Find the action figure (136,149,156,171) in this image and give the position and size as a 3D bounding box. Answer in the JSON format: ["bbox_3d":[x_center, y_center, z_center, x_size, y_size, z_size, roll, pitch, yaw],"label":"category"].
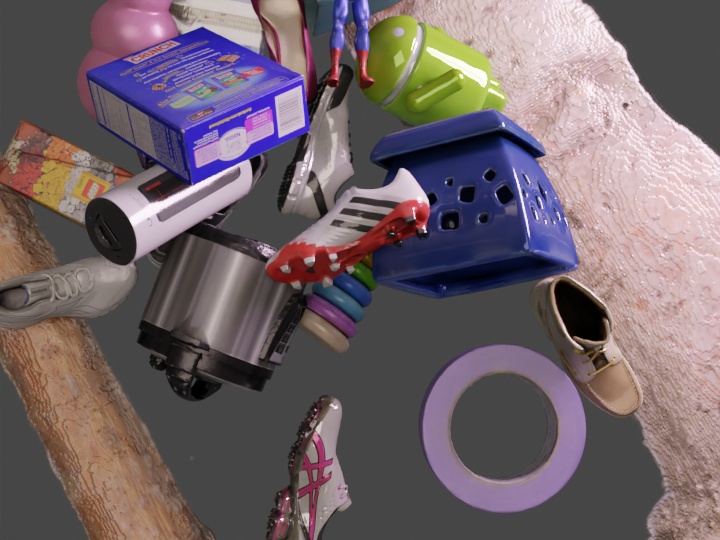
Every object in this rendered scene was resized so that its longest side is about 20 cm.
[{"bbox_3d":[-0.175,-0.170,1.559,0.197,0.130,0.070,-16,94,-4],"label":"action figure"}]

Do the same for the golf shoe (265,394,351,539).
[{"bbox_3d":[-0.050,0.253,1.567,0.091,0.073,0.202,17,96,-5],"label":"golf shoe"}]

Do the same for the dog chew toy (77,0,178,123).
[{"bbox_3d":[-0.277,-0.275,1.551,0.123,0.125,0.203,11,109,0],"label":"dog chew toy"}]

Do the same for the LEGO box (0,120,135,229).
[{"bbox_3d":[-0.331,-0.095,1.520,0.148,0.200,0.078,27,86,2],"label":"LEGO box"}]

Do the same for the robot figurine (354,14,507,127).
[{"bbox_3d":[0.080,-0.235,1.560,0.198,0.176,0.116,24,116,-18],"label":"robot figurine"}]

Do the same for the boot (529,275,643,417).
[{"bbox_3d":[0.280,0.093,1.535,0.072,0.155,0.201,-34,87,-3],"label":"boot"}]

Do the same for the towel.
[{"bbox_3d":[-0.182,-0.351,1.616,0.145,0.024,0.203,8,95,-1],"label":"towel"}]

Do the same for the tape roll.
[{"bbox_3d":[0.171,0.191,1.563,0.197,0.085,0.203,0,86,0],"label":"tape roll"}]

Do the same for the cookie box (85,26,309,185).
[{"bbox_3d":[-0.184,-0.192,1.443,0.170,0.076,0.199,-28,42,-30],"label":"cookie box"}]

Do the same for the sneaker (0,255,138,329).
[{"bbox_3d":[-0.369,0.028,1.568,0.198,0.087,0.075,-17,84,-3],"label":"sneaker"}]

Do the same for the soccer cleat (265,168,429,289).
[{"bbox_3d":[-0.017,-0.047,1.427,0.198,0.069,0.086,-25,54,10],"label":"soccer cleat"}]

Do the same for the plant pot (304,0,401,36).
[{"bbox_3d":[0.017,-0.401,1.580,0.198,0.141,0.143,-17,87,-7],"label":"plant pot"}]

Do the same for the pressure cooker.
[{"bbox_3d":[-0.169,0.058,1.509,0.175,0.178,0.202,25,84,-38],"label":"pressure cooker"}]

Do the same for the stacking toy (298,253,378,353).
[{"bbox_3d":[0.000,0.000,1.581,0.085,0.085,0.201,34,81,2],"label":"stacking toy"}]

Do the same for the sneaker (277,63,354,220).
[{"bbox_3d":[-0.040,-0.158,1.600,0.079,0.074,0.202,18,90,-14],"label":"sneaker"}]

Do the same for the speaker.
[{"bbox_3d":[-0.212,-0.081,1.422,0.082,0.081,0.200,52,45,3],"label":"speaker"}]

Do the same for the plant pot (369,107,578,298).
[{"bbox_3d":[0.128,-0.078,1.507,0.198,0.199,0.182,-13,79,23],"label":"plant pot"}]

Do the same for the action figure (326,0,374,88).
[{"bbox_3d":[-0.007,-0.319,1.454,0.064,0.099,0.203,1,82,-9],"label":"action figure"}]

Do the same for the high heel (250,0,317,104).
[{"bbox_3d":[-0.095,-0.300,1.567,0.066,0.096,0.203,-8,100,-7],"label":"high heel"}]

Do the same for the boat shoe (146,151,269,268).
[{"bbox_3d":[-0.195,-0.085,1.584,0.072,0.071,0.200,42,88,2],"label":"boat shoe"}]
